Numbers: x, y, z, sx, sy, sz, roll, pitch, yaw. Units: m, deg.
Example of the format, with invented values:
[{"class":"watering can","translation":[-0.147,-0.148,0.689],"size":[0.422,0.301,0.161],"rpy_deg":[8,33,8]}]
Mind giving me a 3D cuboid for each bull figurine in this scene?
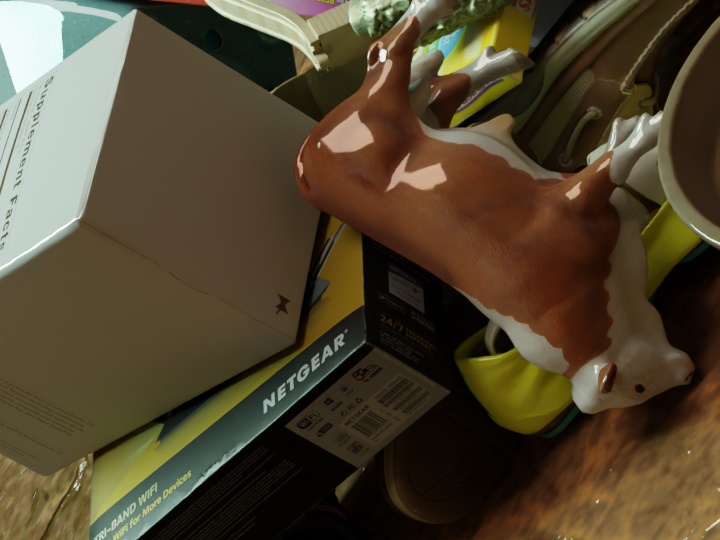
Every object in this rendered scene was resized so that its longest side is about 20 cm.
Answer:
[{"class":"bull figurine","translation":[0.068,-0.028,1.164],"size":[0.121,0.200,0.065],"rpy_deg":[-57,-16,-4]}]

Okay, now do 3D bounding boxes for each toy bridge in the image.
[{"class":"toy bridge","translation":[-0.055,-0.164,1.428],"size":[0.067,0.027,0.200],"rpy_deg":[-24,46,-7]}]

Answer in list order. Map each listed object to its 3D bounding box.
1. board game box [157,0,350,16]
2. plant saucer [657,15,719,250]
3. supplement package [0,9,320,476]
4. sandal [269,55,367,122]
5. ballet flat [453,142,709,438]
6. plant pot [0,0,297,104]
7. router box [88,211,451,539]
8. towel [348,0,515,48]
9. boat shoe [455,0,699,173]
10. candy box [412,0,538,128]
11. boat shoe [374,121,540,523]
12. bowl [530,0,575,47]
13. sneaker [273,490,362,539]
[{"class":"board game box","translation":[-0.043,-0.175,1.539],"size":[0.153,0.200,0.040],"rpy_deg":[-26,-59,-64]},{"class":"plant saucer","translation":[0.212,-0.071,1.074],"size":[0.200,0.029,0.200],"rpy_deg":[-24,37,19]},{"class":"supplement package","translation":[-0.124,-0.008,1.254],"size":[0.200,0.121,0.120],"rpy_deg":[-28,40,44]},{"class":"sandal","translation":[-0.013,-0.073,1.431],"size":[0.070,0.078,0.212],"rpy_deg":[-32,-4,34]},{"class":"ballet flat","translation":[0.115,-0.016,1.210],"size":[0.200,0.067,0.067],"rpy_deg":[-51,17,4]},{"class":"plant pot","translation":[-0.137,-0.082,1.611],"size":[0.200,0.196,0.196],"rpy_deg":[-10,89,51]},{"class":"router box","translation":[-0.045,0.045,1.261],"size":[0.200,0.052,0.157],"rpy_deg":[-42,32,29]},{"class":"towel","translation":[0.082,-0.190,1.306],"size":[0.200,0.036,0.148],"rpy_deg":[-22,43,15]},{"class":"boat shoe","translation":[0.114,-0.087,1.327],"size":[0.200,0.072,0.076],"rpy_deg":[-44,7,37]},{"class":"candy box","translation":[0.054,-0.148,1.358],"size":[0.102,0.026,0.200],"rpy_deg":[-30,35,41]},{"class":"boat shoe","translation":[0.035,0.029,1.274],"size":[0.072,0.072,0.200],"rpy_deg":[-25,49,50]},{"class":"bowl","translation":[0.132,-0.186,1.420],"size":[0.201,0.090,0.201],"rpy_deg":[-44,22,23]},{"class":"sneaker","translation":[-0.028,0.126,1.292],"size":[0.084,0.077,0.200],"rpy_deg":[-31,39,33]}]
